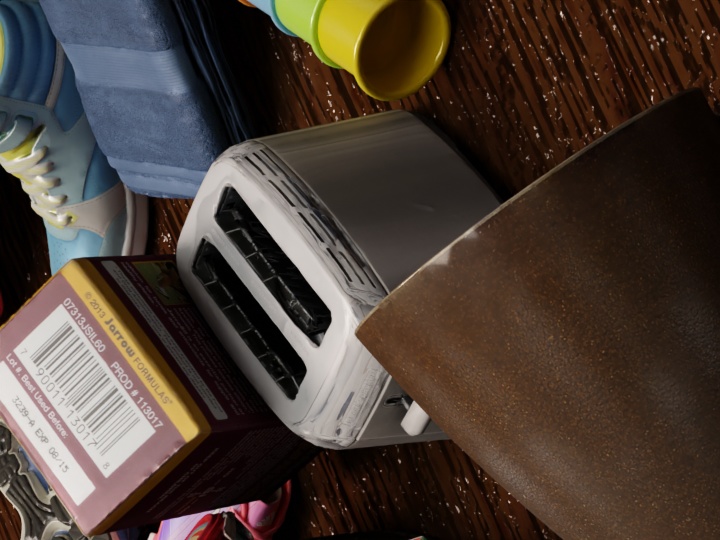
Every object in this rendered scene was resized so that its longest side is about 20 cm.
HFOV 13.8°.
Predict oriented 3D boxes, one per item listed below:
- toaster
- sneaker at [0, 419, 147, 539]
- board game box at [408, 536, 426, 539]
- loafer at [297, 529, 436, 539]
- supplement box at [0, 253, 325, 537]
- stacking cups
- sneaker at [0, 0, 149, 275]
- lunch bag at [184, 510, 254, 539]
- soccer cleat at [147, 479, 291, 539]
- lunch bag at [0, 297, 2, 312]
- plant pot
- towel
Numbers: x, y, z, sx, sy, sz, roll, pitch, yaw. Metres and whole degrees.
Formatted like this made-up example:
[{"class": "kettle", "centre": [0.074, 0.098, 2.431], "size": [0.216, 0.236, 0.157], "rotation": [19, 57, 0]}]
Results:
[{"class": "toaster", "centre": [0.000, 0.000, 1.459], "size": [0.200, 0.129, 0.114], "rotation": [53, 133, 30]}, {"class": "sneaker", "centre": [-0.153, 0.162, 1.713], "size": [0.078, 0.089, 0.200], "rotation": [-26, 58, 20]}, {"class": "board game box", "centre": [0.051, 0.220, 1.450], "size": [0.103, 0.019, 0.200], "rotation": [-23, 110, 45]}, {"class": "loafer", "centre": [0.034, 0.179, 1.498], "size": [0.200, 0.076, 0.068], "rotation": [15, 103, 48]}, {"class": "supplement box", "centre": [-0.093, 0.058, 1.494], "size": [0.086, 0.200, 0.110], "rotation": [-42, 75, 19]}, {"class": "stacking cups", "centre": [-0.033, -0.151, 1.533], "size": [0.200, 0.060, 0.061], "rotation": [36, 124, 46]}, {"class": "sneaker", "centre": [-0.189, -0.064, 1.673], "size": [0.079, 0.130, 0.200], "rotation": [14, 108, 46]}, {"class": "lunch bag", "centre": [-0.102, 0.216, 1.542], "size": [0.082, 0.176, 0.200], "rotation": [34, 141, -5]}, {"class": "soccer cleat", "centre": [-0.074, 0.147, 1.635], "size": [0.076, 0.067, 0.200], "rotation": [19, 110, 42]}, {"class": "lunch bag", "centre": [-0.286, -0.047, 1.779], "size": [0.176, 0.082, 0.200], "rotation": [40, 150, 40]}, {"class": "plant pot", "centre": [0.130, 0.055, 1.296], "size": [0.200, 0.187, 0.187], "rotation": [55, 137, 6]}, {"class": "towel", "centre": [-0.121, -0.129, 1.591], "size": [0.112, 0.049, 0.200], "rotation": [11, 132, 45]}]
